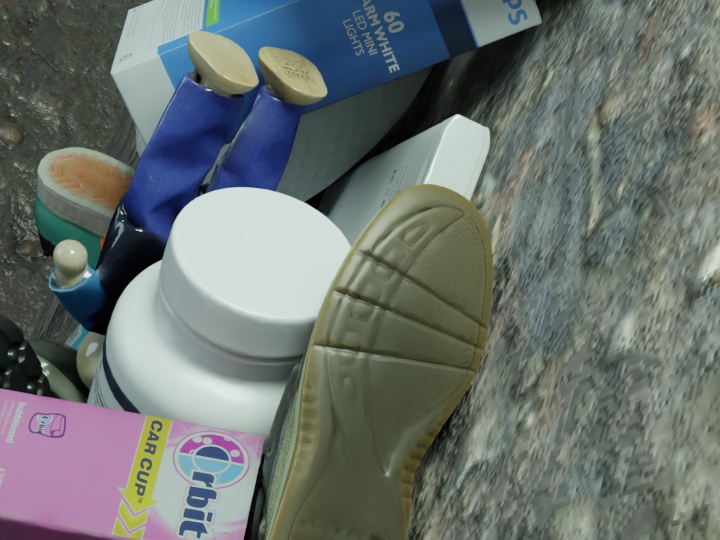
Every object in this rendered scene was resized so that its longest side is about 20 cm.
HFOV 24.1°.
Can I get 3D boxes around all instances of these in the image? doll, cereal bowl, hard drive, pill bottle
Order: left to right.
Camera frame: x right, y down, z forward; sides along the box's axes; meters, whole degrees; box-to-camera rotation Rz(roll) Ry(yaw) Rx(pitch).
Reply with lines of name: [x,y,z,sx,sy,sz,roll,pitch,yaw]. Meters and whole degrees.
doll: [-0.083,-0.014,0.808,0.048,0.136,0.200,54,125,39]
pill bottle: [-0.068,0.062,0.774,0.111,0.111,0.200,-81,10,-48]
cereal bowl: [-0.056,-0.122,0.986,0.200,0.083,0.200,-31,30,20]
hard drive: [0.000,0.000,0.866,0.132,0.026,0.200,-69,13,-12]

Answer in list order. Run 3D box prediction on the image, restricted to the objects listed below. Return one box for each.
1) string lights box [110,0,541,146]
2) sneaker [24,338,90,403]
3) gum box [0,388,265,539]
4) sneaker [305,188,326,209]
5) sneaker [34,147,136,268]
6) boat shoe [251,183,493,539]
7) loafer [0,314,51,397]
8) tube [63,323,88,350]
string lights box: [-0.018,-0.127,0.840,0.200,0.059,0.103,-20,25,8]
sneaker: [-0.127,0.064,0.938,0.075,0.200,0.106,8,63,29]
gum box: [-0.111,0.149,0.734,0.066,0.113,0.200,-81,1,-46]
sneaker: [-0.043,-0.060,1.038,0.085,0.075,0.200,-55,20,23]
sneaker: [-0.124,0.001,1.061,0.071,0.200,0.080,-35,-31,-42]
boat shoe: [-0.005,0.060,0.681,0.065,0.073,0.200,-13,54,67]
loafer: [-0.179,0.100,0.847,0.068,0.070,0.201,-62,-35,-45]
tube: [-0.148,0.019,1.147,0.200,0.050,0.077,-48,39,33]
